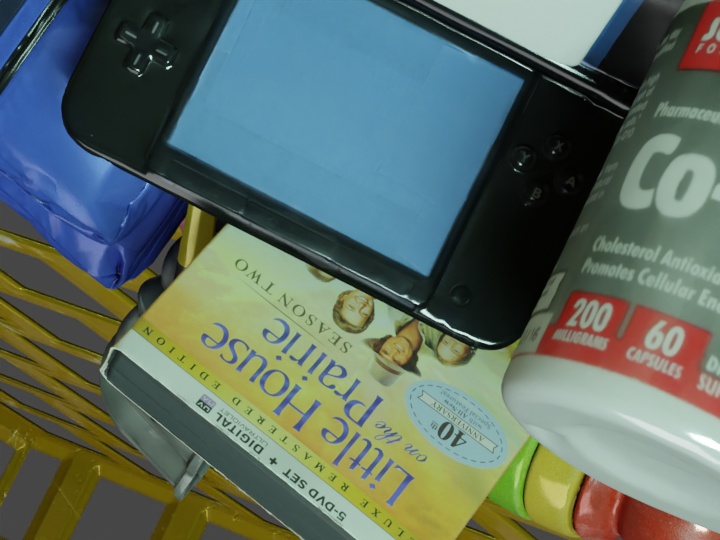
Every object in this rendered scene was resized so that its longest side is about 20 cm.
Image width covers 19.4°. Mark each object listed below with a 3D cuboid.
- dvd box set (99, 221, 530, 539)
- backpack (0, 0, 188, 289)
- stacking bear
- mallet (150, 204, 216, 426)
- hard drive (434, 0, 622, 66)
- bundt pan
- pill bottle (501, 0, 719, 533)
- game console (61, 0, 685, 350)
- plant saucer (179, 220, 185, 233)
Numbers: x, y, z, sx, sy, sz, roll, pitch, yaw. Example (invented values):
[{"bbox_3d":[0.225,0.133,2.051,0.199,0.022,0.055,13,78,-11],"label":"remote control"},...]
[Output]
[{"bbox_3d":[0.015,0.014,0.827,0.146,0.200,0.029,39,147,5],"label":"dvd box set"},{"bbox_3d":[-0.142,-0.112,0.933,0.200,0.163,0.168,37,-177,0],"label":"backpack"},{"bbox_3d":[0.114,0.087,1.043,0.200,0.121,0.114,34,152,29],"label":"stacking bear"},{"bbox_3d":[-0.061,-0.013,0.895,0.041,0.066,0.201,49,148,36],"label":"mallet"},{"bbox_3d":[0.045,-0.148,0.640,0.131,0.026,0.200,27,152,-2],"label":"hard drive"},{"bbox_3d":[-0.060,0.012,1.052,0.076,0.202,0.202,36,167,1],"label":"bundt pan"},{"bbox_3d":[0.135,-0.023,0.678,0.113,0.201,0.114,25,167,6],"label":"pill bottle"},{"bbox_3d":[0.010,-0.089,0.759,0.199,0.171,0.118,27,174,-2],"label":"game console"},{"bbox_3d":[-0.013,-0.006,1.235,0.199,0.051,0.201,9,178,0],"label":"plant saucer"}]
